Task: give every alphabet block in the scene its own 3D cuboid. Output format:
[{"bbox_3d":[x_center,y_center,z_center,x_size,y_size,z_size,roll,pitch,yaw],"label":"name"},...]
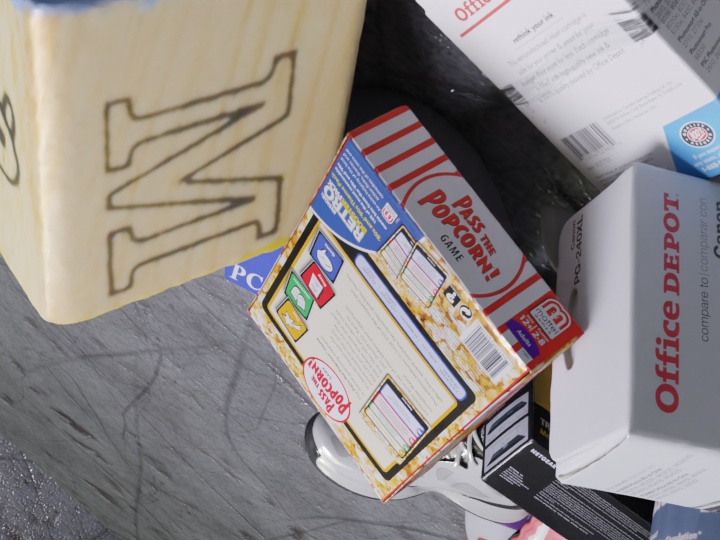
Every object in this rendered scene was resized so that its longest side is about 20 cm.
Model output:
[{"bbox_3d":[-0.127,-0.126,0.657,0.196,0.194,0.202,49,144,34],"label":"alphabet block"}]

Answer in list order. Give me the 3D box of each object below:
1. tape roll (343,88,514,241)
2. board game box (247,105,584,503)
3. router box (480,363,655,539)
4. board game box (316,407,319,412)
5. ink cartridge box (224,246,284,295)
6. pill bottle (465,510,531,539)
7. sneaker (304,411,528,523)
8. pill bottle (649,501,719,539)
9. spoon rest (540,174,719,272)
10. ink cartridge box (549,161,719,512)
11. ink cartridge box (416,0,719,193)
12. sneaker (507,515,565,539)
[{"bbox_3d":[0.014,-0.025,0.837,0.199,0.066,0.202,30,139,30],"label":"tape roll"},{"bbox_3d":[0.019,0.028,0.663,0.152,0.046,0.200,53,146,11],"label":"board game box"},{"bbox_3d":[0.174,0.126,0.809,0.199,0.158,0.052,36,123,-17],"label":"router box"},{"bbox_3d":[0.064,0.125,0.968,0.197,0.035,0.135,8,149,14],"label":"board game box"},{"bbox_3d":[0.000,0.000,0.764,0.198,0.044,0.095,25,135,23],"label":"ink cartridge box"},{"bbox_3d":[0.199,0.226,1.020,0.198,0.112,0.112,12,144,42],"label":"pill bottle"},{"bbox_3d":[0.064,0.123,0.878,0.198,0.077,0.116,15,142,-15],"label":"sneaker"},{"bbox_3d":[0.239,0.136,0.706,0.118,0.202,0.120,14,147,9],"label":"pill bottle"},{"bbox_3d":[0.180,-0.020,0.692,0.098,0.062,0.199,20,165,-27],"label":"spoon rest"},{"bbox_3d":[0.205,0.045,0.601,0.197,0.147,0.083,12,155,-12],"label":"ink cartridge box"},{"bbox_3d":[0.114,-0.133,0.596,0.200,0.068,0.116,43,153,-12],"label":"ink cartridge box"},{"bbox_3d":[0.173,0.220,0.935,0.087,0.073,0.201,43,124,16],"label":"sneaker"}]
